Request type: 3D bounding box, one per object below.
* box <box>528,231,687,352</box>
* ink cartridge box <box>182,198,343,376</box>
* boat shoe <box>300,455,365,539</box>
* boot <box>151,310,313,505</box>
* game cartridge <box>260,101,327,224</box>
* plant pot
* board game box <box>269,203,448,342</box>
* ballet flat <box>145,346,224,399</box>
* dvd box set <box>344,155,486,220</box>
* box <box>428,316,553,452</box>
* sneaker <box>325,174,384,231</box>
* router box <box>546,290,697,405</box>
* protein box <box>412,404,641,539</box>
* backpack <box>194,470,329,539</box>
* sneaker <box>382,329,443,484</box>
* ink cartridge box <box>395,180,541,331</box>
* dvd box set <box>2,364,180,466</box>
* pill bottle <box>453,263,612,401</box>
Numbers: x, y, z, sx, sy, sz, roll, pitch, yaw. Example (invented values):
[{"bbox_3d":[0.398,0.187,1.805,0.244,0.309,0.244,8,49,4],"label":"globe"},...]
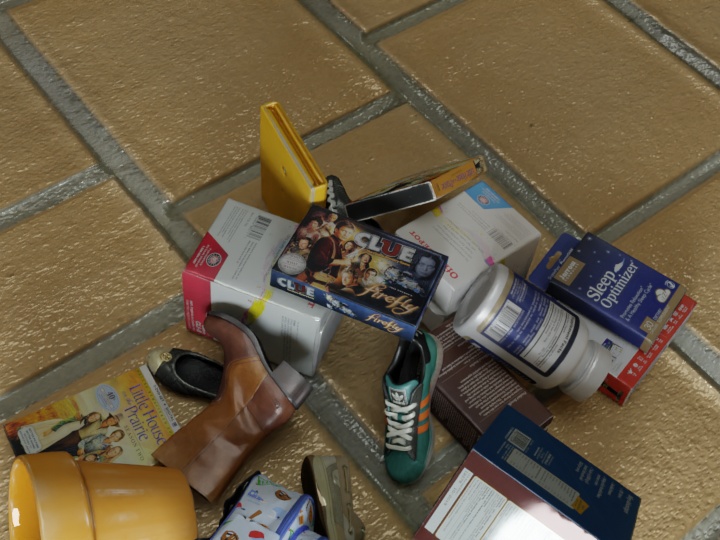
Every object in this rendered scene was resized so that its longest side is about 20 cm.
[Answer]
[{"bbox_3d":[0.355,0.020,1.542,0.200,0.032,0.121,31,56,18],"label":"box"},{"bbox_3d":[-0.123,0.025,1.472,0.199,0.145,0.146,20,52,9],"label":"ink cartridge box"},{"bbox_3d":[-0.024,0.320,1.309,0.065,0.072,0.201,0,56,-22],"label":"boat shoe"},{"bbox_3d":[-0.188,0.170,1.370,0.188,0.069,0.200,40,79,16],"label":"boot"},{"bbox_3d":[-0.099,-0.116,1.548,0.032,0.200,0.177,-20,58,-17],"label":"game cartridge"},{"bbox_3d":[-0.293,0.301,1.229,0.183,0.200,0.201,-4,52,-28],"label":"plant pot"},{"bbox_3d":[0.000,0.000,1.393,0.199,0.035,0.136,21,49,9],"label":"board game box"},{"bbox_3d":[-0.195,0.143,1.430,0.199,0.057,0.067,21,53,9],"label":"ballet flat"},{"bbox_3d":[0.085,-0.122,1.574,0.146,0.030,0.200,-13,9,32],"label":"dvd box set"},{"bbox_3d":[0.152,0.168,1.443,0.100,0.075,0.200,-30,60,-26],"label":"box"},{"bbox_3d":[-0.008,-0.060,1.604,0.090,0.067,0.201,-4,55,-16],"label":"sneaker"},{"bbox_3d":[0.361,0.071,1.555,0.179,0.049,0.200,35,57,18],"label":"router box"},{"bbox_3d":[0.201,0.289,1.249,0.200,0.135,0.198,35,17,12],"label":"protein box"},{"bbox_3d":[-0.115,0.337,1.218,0.153,0.200,0.191,19,46,5],"label":"backpack"},{"bbox_3d":[0.056,0.174,1.378,0.071,0.080,0.201,3,81,28],"label":"sneaker"},{"bbox_3d":[0.136,-0.011,1.542,0.200,0.125,0.129,-30,61,-26],"label":"ink cartridge box"},{"bbox_3d":[-0.337,0.220,1.372,0.199,0.029,0.147,-22,59,-21],"label":"dvd box set"},{"bbox_3d":[0.233,0.088,1.428,0.200,0.111,0.111,34,53,-9],"label":"pill bottle"}]
